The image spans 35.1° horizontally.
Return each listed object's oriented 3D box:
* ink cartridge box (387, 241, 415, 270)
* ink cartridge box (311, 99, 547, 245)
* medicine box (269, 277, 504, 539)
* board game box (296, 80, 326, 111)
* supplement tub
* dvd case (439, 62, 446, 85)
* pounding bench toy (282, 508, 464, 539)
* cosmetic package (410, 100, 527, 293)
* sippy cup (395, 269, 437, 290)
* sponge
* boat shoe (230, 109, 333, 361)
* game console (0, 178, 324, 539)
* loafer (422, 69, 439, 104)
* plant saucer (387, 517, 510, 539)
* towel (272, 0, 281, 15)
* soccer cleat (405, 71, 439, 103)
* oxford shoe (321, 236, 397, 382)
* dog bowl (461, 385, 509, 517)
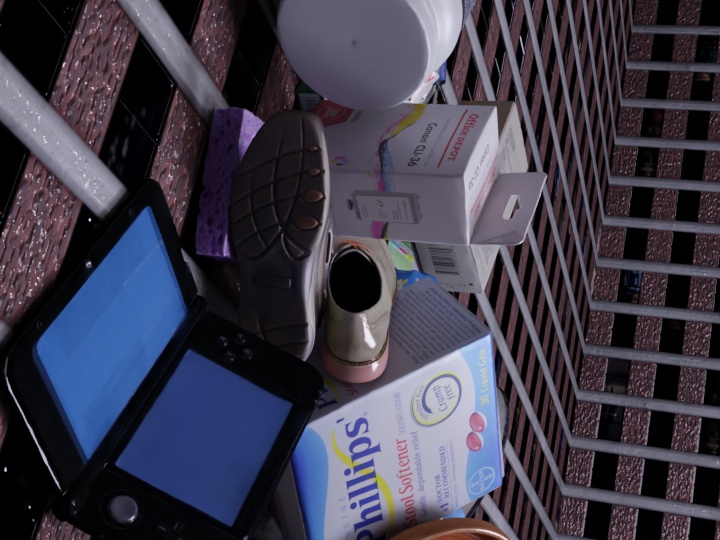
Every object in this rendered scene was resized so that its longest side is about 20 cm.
[{"bbox_3d":[0.079,-0.068,1.332,0.104,0.059,0.202,36,62,-69],"label":"ink cartridge box"},{"bbox_3d":[0.043,-0.081,0.921,0.117,0.198,0.068,-62,151,-49],"label":"ink cartridge box"},{"bbox_3d":[0.013,0.137,0.987,0.199,0.103,0.184,-25,128,-21],"label":"medicine box"},{"bbox_3d":[-0.010,-0.125,1.105,0.135,0.029,0.201,-66,154,-45],"label":"board game box"},{"bbox_3d":[0.026,-0.236,0.910,0.201,0.139,0.141,-65,153,-42],"label":"supplement tub"},{"bbox_3d":[0.068,-0.278,1.305,0.200,0.017,0.144,-36,129,-67],"label":"dvd case"},{"bbox_3d":[0.011,0.300,1.092,0.201,0.154,0.125,-61,151,-48],"label":"pounding bench toy"},{"bbox_3d":[0.121,-0.084,1.255,0.106,0.070,0.201,70,34,-43],"label":"cosmetic package"},{"bbox_3d":[0.032,0.069,1.150,0.178,0.138,0.132,135,-46,-76],"label":"sippy cup"},{"bbox_3d":[-0.075,-0.054,0.935,0.200,0.030,0.113,24,73,-71],"label":"sponge"},{"bbox_3d":[-0.057,-0.027,0.865,0.073,0.074,0.202,-60,160,-68],"label":"boat shoe"},{"bbox_3d":[-0.115,0.069,0.733,0.117,0.175,0.201,-63,179,43],"label":"game console"},{"bbox_3d":[0.055,-0.175,1.162,0.201,0.071,0.063,84,-18,-57],"label":"loafer"},{"bbox_3d":[0.054,0.300,1.019,0.032,0.199,0.202,-128,-157,-51],"label":"plant saucer"},{"bbox_3d":[-0.040,-0.308,0.959,0.133,0.034,0.201,72,30,-49],"label":"towel"},{"bbox_3d":[0.027,-0.157,1.031,0.069,0.084,0.202,16,79,-71],"label":"soccer cleat"},{"bbox_3d":[0.000,0.000,0.949,0.201,0.070,0.074,-97,-173,-51],"label":"oxford shoe"},{"bbox_3d":[0.076,0.200,1.245,0.201,0.073,0.201,-55,-164,23],"label":"dog bowl"}]
